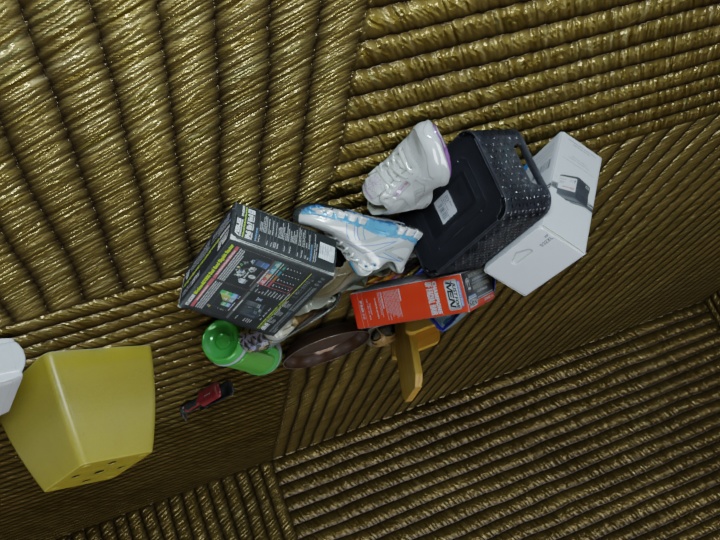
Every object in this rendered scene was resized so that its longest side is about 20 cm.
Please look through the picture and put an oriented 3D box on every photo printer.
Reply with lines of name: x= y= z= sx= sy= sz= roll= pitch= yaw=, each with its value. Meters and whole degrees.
photo printer: x=-0.574 y=0.171 z=1.163 sx=0.165 sy=0.070 sz=0.200 roll=-10 pitch=159 yaw=-34

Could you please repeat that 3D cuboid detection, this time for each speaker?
speaker: x=-0.209 y=0.139 z=1.479 sx=0.088 sy=0.089 sz=0.200 roll=-25 pitch=162 yaw=9

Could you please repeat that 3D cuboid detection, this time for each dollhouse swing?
dollhouse swing: x=0.158 y=0.171 z=1.843 sx=0.181 sy=0.177 sz=0.200 roll=-18 pitch=160 yaw=-16

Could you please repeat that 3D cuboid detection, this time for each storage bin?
storage bin: x=0.155 y=-0.095 z=1.162 sx=0.093 sy=0.136 sz=0.200 roll=-9 pitch=157 yaw=-37

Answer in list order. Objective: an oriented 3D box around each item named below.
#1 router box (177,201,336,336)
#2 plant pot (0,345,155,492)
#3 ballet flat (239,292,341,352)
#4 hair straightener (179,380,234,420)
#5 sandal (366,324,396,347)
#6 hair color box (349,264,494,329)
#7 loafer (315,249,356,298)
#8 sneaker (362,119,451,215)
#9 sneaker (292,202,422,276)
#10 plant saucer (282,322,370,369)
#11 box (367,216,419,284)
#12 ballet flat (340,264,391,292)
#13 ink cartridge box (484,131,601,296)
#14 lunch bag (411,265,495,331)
router box: x=-0.143 y=0.005 z=1.118 sx=0.149 sy=0.062 sz=0.200 roll=20 pitch=142 yaw=-23
plant pot: x=-0.455 y=0.251 z=1.357 sx=0.200 sy=0.177 sz=0.199 roll=-34 pitch=158 yaw=34
ballet flat: x=-0.114 y=0.071 z=1.378 sx=0.200 sy=0.072 sz=0.072 roll=-32 pitch=166 yaw=-19
hair straightener: x=-0.336 y=0.293 z=1.828 sx=0.077 sy=0.041 sz=0.200 roll=-4 pitch=154 yaw=-44
sandal: x=0.048 y=0.147 z=1.847 sx=0.080 sy=0.054 sz=0.200 roll=-20 pitch=162 yaw=-7
hair color box: x=0.098 y=0.040 z=1.302 sx=0.199 sy=0.064 sz=0.111 roll=-13 pitch=-177 yaw=32
loafer: x=-0.036 y=-0.020 z=1.259 sx=0.067 sy=0.077 sz=0.200 roll=21 pitch=142 yaw=-35
sneaker: x=0.058 y=-0.121 z=1.071 sx=0.099 sy=0.075 sz=0.200 roll=-18 pitch=162 yaw=-15
sneaker: x=-0.006 y=-0.038 z=1.134 sx=0.199 sy=0.087 sz=0.075 roll=13 pitch=-171 yaw=-29
plant saucer: x=-0.076 y=0.158 z=1.761 sx=0.199 sy=0.035 sz=0.200 roll=-20 pitch=162 yaw=-7
box: x=0.072 y=-0.038 z=1.379 sx=0.136 sy=0.039 sz=0.200 roll=-5 pitch=155 yaw=-45
ballet flat: x=0.000 y=0.000 z=1.318 sx=0.064 sy=0.068 sz=0.200 roll=33 pitch=138 yaw=-26
ink cartridge box: x=0.275 y=-0.084 z=1.232 sx=0.083 sy=0.201 sz=0.145 roll=30 pitch=143 yaw=-12
lunch bag: x=0.180 y=0.003 z=1.452 sx=0.200 sy=0.127 sz=0.170 roll=-49 pitch=176 yaw=4
